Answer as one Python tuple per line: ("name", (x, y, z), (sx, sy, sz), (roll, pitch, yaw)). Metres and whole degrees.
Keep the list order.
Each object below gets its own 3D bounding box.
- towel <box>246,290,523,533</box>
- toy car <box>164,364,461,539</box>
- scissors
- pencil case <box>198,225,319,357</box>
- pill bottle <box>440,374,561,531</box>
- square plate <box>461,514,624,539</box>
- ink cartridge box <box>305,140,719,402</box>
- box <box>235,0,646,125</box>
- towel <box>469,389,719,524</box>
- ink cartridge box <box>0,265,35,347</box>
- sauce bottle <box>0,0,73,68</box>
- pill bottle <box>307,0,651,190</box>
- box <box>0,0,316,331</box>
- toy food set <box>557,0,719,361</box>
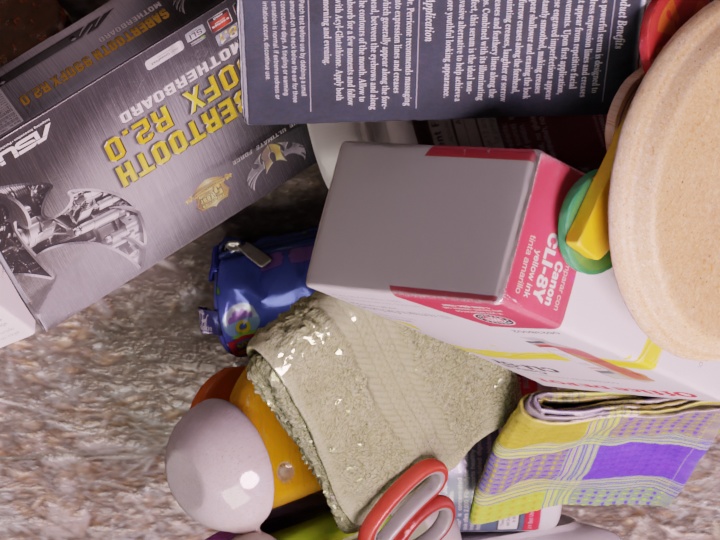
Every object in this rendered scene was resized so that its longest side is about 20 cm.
("towel", (0.020, 0.061, 1.421), (0.148, 0.036, 0.200), (-39, 140, -11))
("toy car", (-0.047, 0.150, 1.552), (0.175, 0.200, 0.150), (-17, -179, -38))
("scissors", (-0.016, 0.192, 1.455), (0.200, 0.014, 0.073), (-44, 146, -10))
("pencil case", (0.000, 0.000, 1.534), (0.200, 0.078, 0.087), (-10, 136, 10))
("pill bottle", (0.032, 0.119, 1.666), (0.200, 0.120, 0.120), (-2, 144, -2))
("square plate", (0.055, 0.187, 1.726), (0.198, 0.028, 0.200), (-6, -174, -35))
("ink cartridge box", (0.095, 0.003, 1.303), (0.145, 0.083, 0.200), (4, 166, 46))
("box", (0.036, -0.164, 1.247), (0.200, 0.149, 0.107), (-2, 144, -2))
("towel", (0.149, 0.114, 1.527), (0.143, 0.023, 0.200), (-3, 156, -12))
("ink cartridge box", (-0.302, -0.013, 1.500), (0.116, 0.068, 0.200), (-22, 140, 24))
("sauce bottle", (-0.168, -0.080, 1.423), (0.066, 0.066, 0.200), (-9, 145, 9))
("pill bottle", (0.075, -0.101, 1.368), (0.200, 0.114, 0.114), (-12, 143, 12))
("box", (-0.125, -0.074, 1.369), (0.200, 0.048, 0.158), (-32, 143, -9))
("toy food set", (0.187, -0.053, 1.239), (0.049, 0.200, 0.198), (21, 171, 46))
